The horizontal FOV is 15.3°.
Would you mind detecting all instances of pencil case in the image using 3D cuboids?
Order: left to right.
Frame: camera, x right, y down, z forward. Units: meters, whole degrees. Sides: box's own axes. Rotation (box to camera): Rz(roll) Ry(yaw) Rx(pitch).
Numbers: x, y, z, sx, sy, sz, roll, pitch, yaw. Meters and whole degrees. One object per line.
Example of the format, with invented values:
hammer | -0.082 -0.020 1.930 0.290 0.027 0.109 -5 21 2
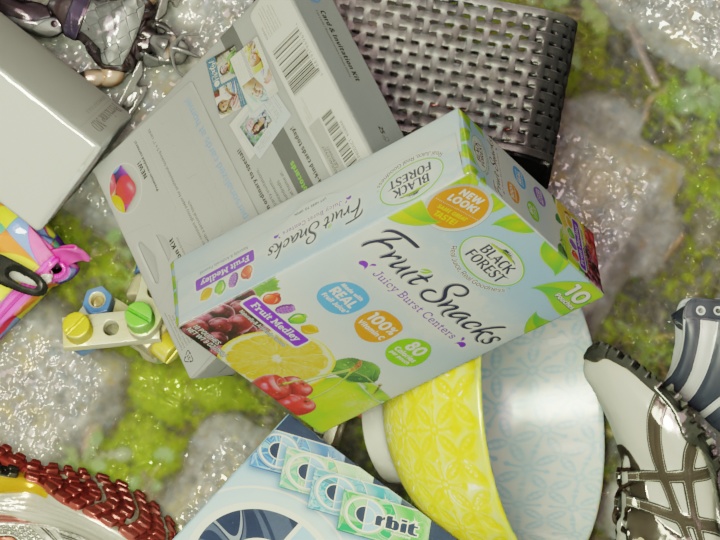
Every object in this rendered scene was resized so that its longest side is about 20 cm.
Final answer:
pencil case | -0.269 0.031 1.692 0.200 0.088 0.088 -43 83 -1

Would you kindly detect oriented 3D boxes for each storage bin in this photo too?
storage bin | 0.029 -0.118 1.674 0.199 0.135 0.094 10 83 3

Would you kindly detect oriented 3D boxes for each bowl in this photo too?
bowl | 0.065 0.087 1.637 0.107 0.200 0.201 -7 82 25

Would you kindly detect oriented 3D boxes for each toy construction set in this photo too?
toy construction set | -0.077 0.026 1.682 0.199 0.092 0.131 23 70 0

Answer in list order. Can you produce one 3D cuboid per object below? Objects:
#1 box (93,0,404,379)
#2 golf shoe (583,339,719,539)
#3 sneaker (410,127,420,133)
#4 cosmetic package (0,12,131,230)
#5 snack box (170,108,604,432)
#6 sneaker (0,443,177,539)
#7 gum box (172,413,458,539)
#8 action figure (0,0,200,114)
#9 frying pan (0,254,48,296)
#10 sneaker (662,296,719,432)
box | -0.062 -0.053 1.581 0.200 0.041 0.156 -43 64 34
golf shoe | 0.184 0.139 1.660 0.094 0.078 0.200 -34 87 -3
sneaker | 0.000 0.000 1.597 0.080 0.075 0.200 32 112 -12
cosmetic package | -0.247 -0.121 1.648 0.200 0.101 0.071 38 106 -4
snack box | 0.014 0.005 1.498 0.200 0.142 0.053 -27 48 24
sneaker | -0.202 0.165 1.689 0.199 0.078 0.082 19 104 5
gum box | -0.035 0.202 1.538 0.170 0.045 0.200 35 53 10
action figure | -0.196 -0.171 1.725 0.199 0.069 0.131 22 79 2
frying pan | -0.282 -0.043 1.627 0.189 0.031 0.115 2 86 -30
sneaker | 0.267 0.013 1.683 0.108 0.070 0.200 30 88 4
